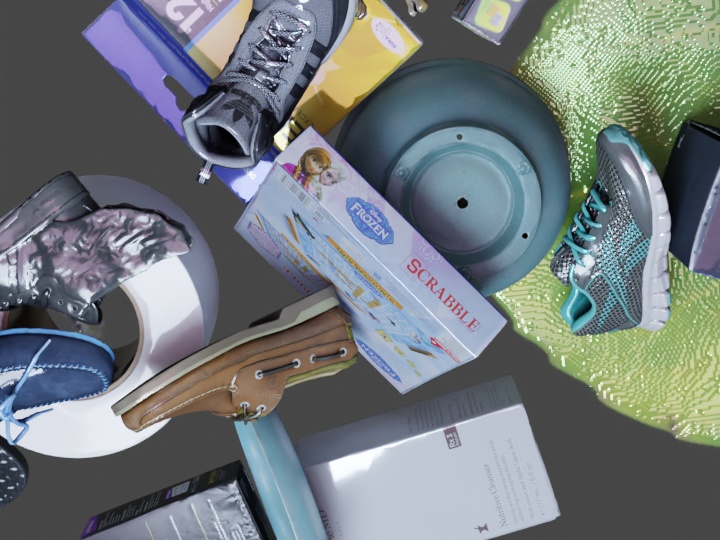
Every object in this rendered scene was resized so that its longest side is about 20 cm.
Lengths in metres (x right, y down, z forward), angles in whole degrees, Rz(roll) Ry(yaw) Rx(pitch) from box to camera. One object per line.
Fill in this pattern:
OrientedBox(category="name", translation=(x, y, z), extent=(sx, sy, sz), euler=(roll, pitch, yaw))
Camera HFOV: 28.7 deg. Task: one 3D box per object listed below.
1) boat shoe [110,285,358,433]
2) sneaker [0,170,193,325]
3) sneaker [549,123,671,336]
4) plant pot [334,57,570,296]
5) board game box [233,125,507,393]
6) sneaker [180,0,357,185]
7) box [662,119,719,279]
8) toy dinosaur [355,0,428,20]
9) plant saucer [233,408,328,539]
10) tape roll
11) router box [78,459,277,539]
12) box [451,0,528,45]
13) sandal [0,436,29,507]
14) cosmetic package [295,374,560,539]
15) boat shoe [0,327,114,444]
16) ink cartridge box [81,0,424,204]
OrientedBox(category="boat shoe", translation=(-0.084, 0.078, 1.034), extent=(0.200, 0.072, 0.068), euler=(-27, 91, -28))
OrientedBox(category="sneaker", translation=(-0.226, 0.008, 1.016), extent=(0.200, 0.060, 0.104), euler=(-41, 95, 4))
OrientedBox(category="sneaker", translation=(0.193, -0.021, 1.114), extent=(0.091, 0.078, 0.200), euler=(-16, 126, -6))
OrientedBox(category="plant pot", translation=(0.076, -0.062, 1.109), extent=(0.200, 0.134, 0.201), euler=(0, 102, -1))
OrientedBox(category="board game box", translation=(0.000, 0.000, 1.078), extent=(0.200, 0.200, 0.041), euler=(45, 71, -2))
OrientedBox(category="sneaker", translation=(-0.068, -0.145, 1.022), extent=(0.075, 0.114, 0.200), euler=(29, 131, -3))
OrientedBox(category="box", translation=(0.348, -0.038, 1.112), extent=(0.200, 0.148, 0.104), euler=(15, 102, -3))
OrientedBox(category="toy dinosaur", translation=(-0.030, -0.256, 1.047), extent=(0.101, 0.058, 0.200), euler=(-40, 95, 25))
OrientedBox(category="plant saucer", translation=(-0.061, 0.177, 1.131), extent=(0.027, 0.200, 0.200), euler=(-21, 102, -11))
OrientedBox(category="tape roll", translation=(-0.217, 0.032, 1.123), extent=(0.202, 0.139, 0.203), euler=(0, 102, 0))
OrientedBox(category="router box", translation=(-0.134, 0.284, 1.223), extent=(0.149, 0.051, 0.200), euler=(-21, 102, 6))
OrientedBox(category="box", translation=(0.141, -0.269, 1.077), extent=(0.035, 0.110, 0.200), euler=(32, 100, -7))
OrientedBox(category="sandal", translation=(-0.362, 0.121, 1.193), extent=(0.075, 0.048, 0.200), euler=(-34, 113, 5))
OrientedBox(category="cosmetic package", translation=(0.053, 0.175, 1.187), extent=(0.200, 0.081, 0.113), euler=(-19, 104, 2))
OrientedBox(category="boat shoe", translation=(-0.275, 0.093, 1.022), extent=(0.200, 0.069, 0.084), euler=(-10, 139, 10))
OrientedBox(category="ink cartridge box", translation=(-0.088, -0.186, 1.125), extent=(0.200, 0.047, 0.198), euler=(-43, 98, 6))
